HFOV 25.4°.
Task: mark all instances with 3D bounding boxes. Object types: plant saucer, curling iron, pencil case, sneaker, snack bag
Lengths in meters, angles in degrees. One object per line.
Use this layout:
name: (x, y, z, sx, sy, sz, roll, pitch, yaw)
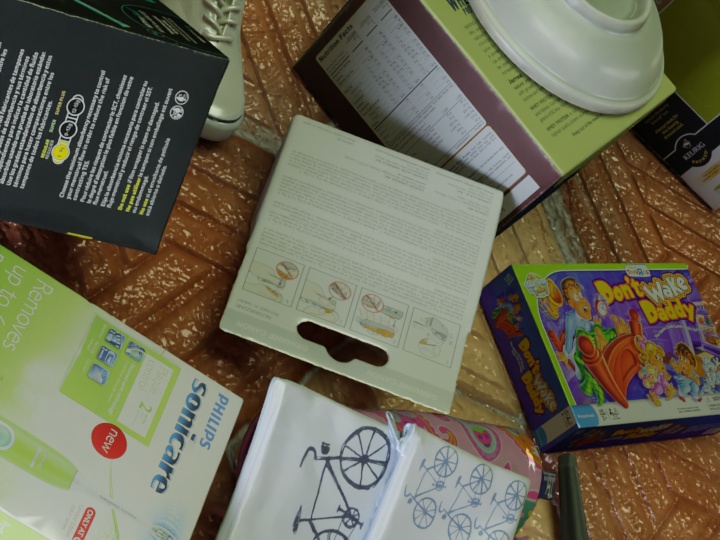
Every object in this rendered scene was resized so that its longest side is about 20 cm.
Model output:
plant saucer: (0.162, -0.212, 1.189, 0.200, 0.050, 0.201, 22, 48, -27)
curling iron: (0.158, 0.216, 1.083, 0.049, 0.026, 0.201, -9, 54, -1)
pencil case: (0.022, 0.129, 0.998, 0.199, 0.087, 0.088, 12, 53, -35)
sneaker: (-0.112, -0.187, 1.131, 0.073, 0.071, 0.201, 9, 54, -34)
snack bag: (-0.001, 0.174, 0.917, 0.200, 0.021, 0.189, 29, 74, -29)

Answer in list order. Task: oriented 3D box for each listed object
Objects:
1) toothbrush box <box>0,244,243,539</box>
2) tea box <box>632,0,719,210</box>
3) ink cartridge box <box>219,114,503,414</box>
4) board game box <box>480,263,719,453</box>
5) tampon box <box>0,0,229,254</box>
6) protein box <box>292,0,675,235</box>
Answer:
toothbrush box: (-0.183, 0.088, 0.858, 0.200, 0.086, 0.146, 36, 44, -15)
tea box: (0.330, -0.200, 1.409, 0.197, 0.200, 0.134, 44, 43, -5)
ink cartridge box: (0.000, 0.000, 1.076, 0.162, 0.057, 0.200, 21, 55, -4)
board game box: (0.196, 0.063, 1.218, 0.199, 0.045, 0.135, -1, 61, -40)
tampon box: (-0.207, -0.110, 0.914, 0.199, 0.127, 0.150, 13, 18, -31)
protein box: (0.097, -0.149, 1.227, 0.200, 0.135, 0.198, 51, 43, 3)
